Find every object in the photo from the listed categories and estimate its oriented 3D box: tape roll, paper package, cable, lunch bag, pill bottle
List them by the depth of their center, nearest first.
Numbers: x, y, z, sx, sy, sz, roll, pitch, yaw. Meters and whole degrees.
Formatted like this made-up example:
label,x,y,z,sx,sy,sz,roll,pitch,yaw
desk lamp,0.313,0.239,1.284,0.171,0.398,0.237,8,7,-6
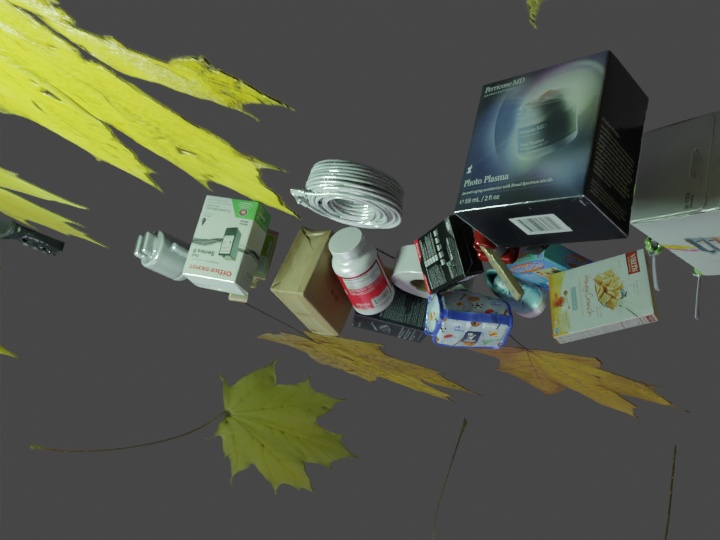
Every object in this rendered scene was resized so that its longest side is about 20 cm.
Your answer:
label,x,y,z,sx,sy,sz,roll,pitch,yaw
cable,-0.011,-0.144,1.440,0.197,0.070,0.199,-1,158,40
lunch bag,0.236,0.108,1.649,0.166,0.126,0.200,5,177,-4
pill bottle,0.000,0.000,1.746,0.111,0.113,0.202,4,138,32
tape roll,0.173,0.008,1.774,0.199,0.072,0.203,13,164,4
paper package,-0.097,0.026,1.798,0.102,0.193,0.200,7,152,35

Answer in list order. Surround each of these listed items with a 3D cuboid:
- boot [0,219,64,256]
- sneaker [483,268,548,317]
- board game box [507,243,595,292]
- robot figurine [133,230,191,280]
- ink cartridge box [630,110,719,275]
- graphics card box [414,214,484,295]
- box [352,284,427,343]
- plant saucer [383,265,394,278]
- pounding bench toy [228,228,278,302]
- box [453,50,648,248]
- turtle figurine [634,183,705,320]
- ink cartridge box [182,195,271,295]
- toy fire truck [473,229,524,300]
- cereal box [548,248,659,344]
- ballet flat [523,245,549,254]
label,x,y,z,sx,sy,sz,roll,pitch,yaw
boot,-1.132,-0.107,2.528,0.163,0.067,0.199,3,164,40
sneaker,0.338,0.046,1.670,0.081,0.075,0.200,27,-178,-25
board game box,0.410,-0.003,1.582,0.198,0.046,0.151,22,162,-27
robot figurine,-0.552,-0.041,2.147,0.168,0.115,0.199,-12,150,43
ink cartridge box,0.491,-0.101,1.016,0.198,0.148,0.144,25,161,-31
graphics card box,0.179,-0.031,1.539,0.050,0.128,0.200,-11,170,-17
box,0.084,0.104,1.934,0.196,0.106,0.148,15,164,-1
plant saucer,0.059,0.033,1.993,0.197,0.049,0.199,21,162,-23
pounding bench toy,-0.308,-0.005,1.904,0.122,0.204,0.156,18,163,-16
box,0.246,-0.150,0.968,0.198,0.202,0.122,-4,154,46
turtle figurine,0.493,-0.038,1.180,0.192,0.145,0.200,33,125,-11
ink cartridge box,-0.309,-0.059,1.726,0.143,0.204,0.084,8,162,18
toy fire truck,0.246,-0.046,1.303,0.126,0.204,0.176,7,162,23
cereal box,0.467,0.051,1.445,0.198,0.146,0.039,-20,140,31
ballet flat,0.347,-0.090,1.367,0.065,0.058,0.200,15,157,-6
